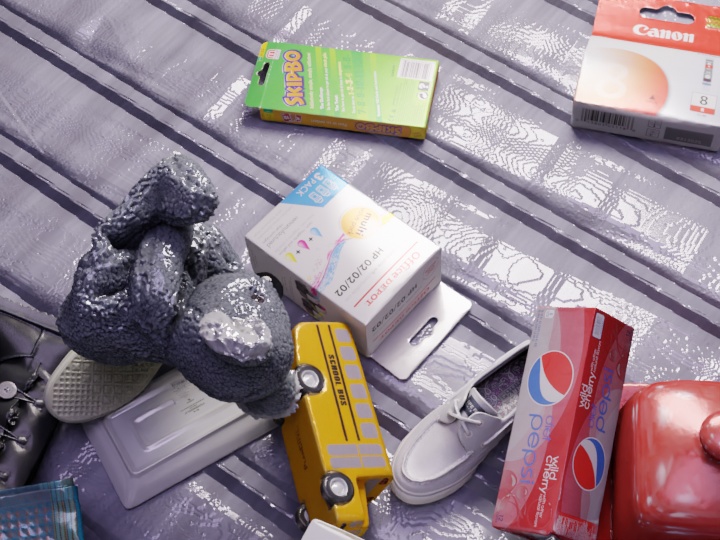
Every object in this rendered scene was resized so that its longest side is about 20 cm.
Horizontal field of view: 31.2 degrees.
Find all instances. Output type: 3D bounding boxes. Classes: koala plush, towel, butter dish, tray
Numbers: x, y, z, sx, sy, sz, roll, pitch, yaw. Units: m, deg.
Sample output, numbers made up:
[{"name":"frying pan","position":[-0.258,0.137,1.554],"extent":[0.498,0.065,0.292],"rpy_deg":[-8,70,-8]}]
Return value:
[{"name":"koala plush","position":[-0.136,0.043,1.109],"extent":[0.200,0.178,0.184],"rpy_deg":[36,71,21]},{"name":"towel","position":[-0.303,0.285,1.098],"extent":[0.146,0.022,0.201],"rpy_deg":[-9,74,-1]},{"name":"butter dish","position":[0.297,0.166,1.089],"extent":[0.198,0.148,0.201],"rpy_deg":[4,59,7]},{"name":"tray","position":[-0.155,0.130,1.213],"extent":[0.199,0.022,0.108],"rpy_deg":[-29,60,-13]}]

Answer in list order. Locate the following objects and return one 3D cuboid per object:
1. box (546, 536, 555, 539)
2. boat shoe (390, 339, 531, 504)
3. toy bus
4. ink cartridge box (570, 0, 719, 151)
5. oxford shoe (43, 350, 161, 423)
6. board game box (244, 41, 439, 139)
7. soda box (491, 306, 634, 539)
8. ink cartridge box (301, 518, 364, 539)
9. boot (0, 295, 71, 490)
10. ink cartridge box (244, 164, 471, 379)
[{"name":"box","position":[0.139,0.338,0.991],"extent":[0.124,0.149,0.201],"rpy_deg":[-22,60,-8]},{"name":"boat shoe","position":[0.107,0.132,1.167],"extent":[0.199,0.069,0.072],"rpy_deg":[-32,62,-15]},{"name":"toy bus","position":[-0.028,0.147,1.159],"extent":[0.078,0.065,0.201],"rpy_deg":[3,53,-29]},{"name":"ink cartridge box","position":[0.323,-0.231,1.389],"extent":[0.161,0.050,0.201],"rpy_deg":[11,63,10]},{"name":"oxford shoe","position":[-0.222,0.069,1.227],"extent":[0.200,0.075,0.058],"rpy_deg":[-47,27,-26]},{"name":"board game box","position":[-0.020,-0.197,1.403],"extent":[0.199,0.030,0.096],"rpy_deg":[9,59,6]},{"name":"soda box","position":[0.176,0.135,1.119],"extent":[0.070,0.063,0.201],"rpy_deg":[-1,70,47]},{"name":"ink cartridge box","position":[-0.022,0.305,0.994],"extent":[0.084,0.200,0.146],"rpy_deg":[21,61,19]},{"name":"boot","position":[-0.358,0.126,1.209],"extent":[0.164,0.066,0.201],"rpy_deg":[14,65,14]},{"name":"ink cartridge box","position":[0.000,0.000,1.255],"extent":[0.200,0.068,0.115],"rpy_deg":[35,67,22]}]
